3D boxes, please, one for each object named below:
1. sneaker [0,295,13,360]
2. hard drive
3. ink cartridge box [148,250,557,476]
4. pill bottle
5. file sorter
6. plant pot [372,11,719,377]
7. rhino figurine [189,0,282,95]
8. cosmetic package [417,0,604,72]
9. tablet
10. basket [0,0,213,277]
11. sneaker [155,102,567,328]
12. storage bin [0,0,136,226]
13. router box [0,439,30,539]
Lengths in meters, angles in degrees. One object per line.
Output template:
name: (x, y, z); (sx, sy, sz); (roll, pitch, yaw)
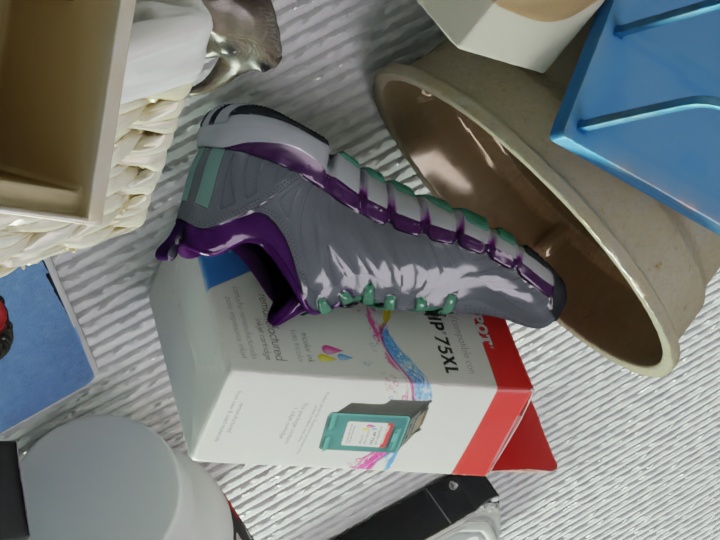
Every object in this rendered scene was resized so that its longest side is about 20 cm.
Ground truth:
sneaker: (-0.250, 0.039, 0.959); (0.200, 0.079, 0.096); (-9, 158, -32)
hard drive: (0.003, 0.219, 1.485); (0.200, 0.038, 0.140); (-27, 148, -15)
ink cartridge box: (0.007, 0.036, 1.102); (0.200, 0.116, 0.067); (5, 133, -24)
pill bottle: (-0.115, 0.162, 1.205); (0.116, 0.116, 0.200); (-33, 150, -6)
file sorter: (0.199, -0.121, 0.952); (0.139, 0.123, 0.200); (27, 75, -22)
plant pot: (0.140, -0.083, 1.078); (0.183, 0.200, 0.200); (-44, 151, -9)
rhino figurine: (-0.041, -0.148, 0.903); (0.087, 0.060, 0.200); (5, 135, -23)
cosmetic package: (0.093, -0.193, 0.939); (0.071, 0.105, 0.200); (8, 127, -52)
tablet: (-0.225, 0.066, 1.062); (0.200, 0.014, 0.130); (-29, 149, -11)
basket: (-0.174, -0.067, 0.809); (0.200, 0.136, 0.123); (-19, 148, -26)
sneaker: (0.000, 0.000, 1.051); (0.200, 0.074, 0.088); (26, 78, -17)
storage bin: (-0.167, -0.129, 0.646); (0.198, 0.094, 0.200); (8, 94, -32)
router box: (-0.267, 0.116, 0.965); (0.200, 0.051, 0.149); (3, 159, -45)
